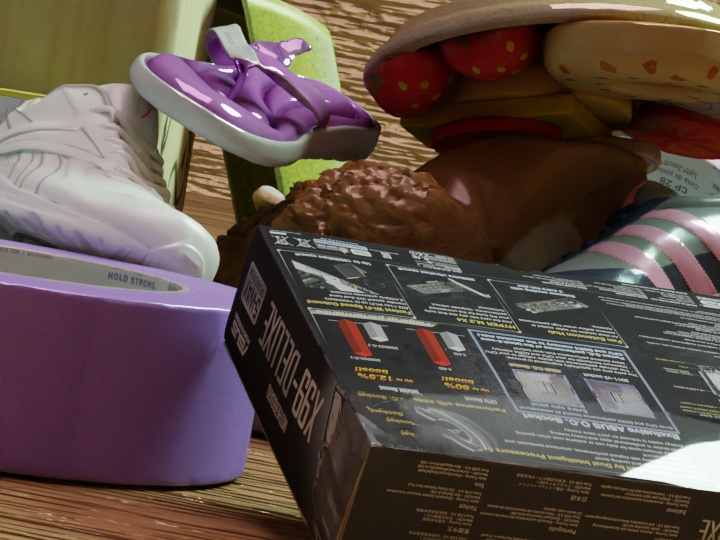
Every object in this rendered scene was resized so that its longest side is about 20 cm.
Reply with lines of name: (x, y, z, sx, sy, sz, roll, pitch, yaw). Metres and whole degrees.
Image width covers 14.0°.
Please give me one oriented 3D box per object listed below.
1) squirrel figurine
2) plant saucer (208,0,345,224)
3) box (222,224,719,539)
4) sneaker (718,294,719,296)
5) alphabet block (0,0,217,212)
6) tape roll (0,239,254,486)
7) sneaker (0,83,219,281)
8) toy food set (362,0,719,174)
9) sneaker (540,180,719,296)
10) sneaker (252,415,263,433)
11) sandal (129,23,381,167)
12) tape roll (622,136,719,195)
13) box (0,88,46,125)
squirrel figurine: (0.000, 0.000, 1.343, 0.186, 0.142, 0.200, 4, -4, 44)
plant saucer: (-0.038, -0.059, 1.583, 0.048, 0.200, 0.200, -12, 7, -10)
box: (0.069, 0.052, 0.967, 0.200, 0.050, 0.158, 9, 23, -20)
sneaker: (0.153, 0.060, 1.267, 0.075, 0.081, 0.200, -23, -26, 37)
alphabet block: (-0.186, -0.075, 1.463, 0.196, 0.200, 0.195, 10, 4, 3)
tape roll: (-0.135, 0.027, 1.062, 0.200, 0.066, 0.200, 9, 3, 0)
sneaker: (-0.114, -0.039, 1.235, 0.200, 0.099, 0.078, 19, -25, 51)
toy food set: (0.101, -0.082, 1.342, 0.200, 0.049, 0.198, -5, -14, 19)
sneaker: (0.119, 0.002, 1.297, 0.200, 0.070, 0.082, -8, 55, -33)
sneaker: (-0.006, 0.034, 1.202, 0.200, 0.076, 0.070, 11, 3, 20)
sandal: (-0.043, -0.085, 1.299, 0.082, 0.050, 0.203, 30, 11, 14)
tape roll: (0.139, -0.009, 1.537, 0.200, 0.066, 0.200, 8, 37, -6)
box: (-0.227, -0.033, 1.337, 0.200, 0.118, 0.048, 10, -7, -3)
